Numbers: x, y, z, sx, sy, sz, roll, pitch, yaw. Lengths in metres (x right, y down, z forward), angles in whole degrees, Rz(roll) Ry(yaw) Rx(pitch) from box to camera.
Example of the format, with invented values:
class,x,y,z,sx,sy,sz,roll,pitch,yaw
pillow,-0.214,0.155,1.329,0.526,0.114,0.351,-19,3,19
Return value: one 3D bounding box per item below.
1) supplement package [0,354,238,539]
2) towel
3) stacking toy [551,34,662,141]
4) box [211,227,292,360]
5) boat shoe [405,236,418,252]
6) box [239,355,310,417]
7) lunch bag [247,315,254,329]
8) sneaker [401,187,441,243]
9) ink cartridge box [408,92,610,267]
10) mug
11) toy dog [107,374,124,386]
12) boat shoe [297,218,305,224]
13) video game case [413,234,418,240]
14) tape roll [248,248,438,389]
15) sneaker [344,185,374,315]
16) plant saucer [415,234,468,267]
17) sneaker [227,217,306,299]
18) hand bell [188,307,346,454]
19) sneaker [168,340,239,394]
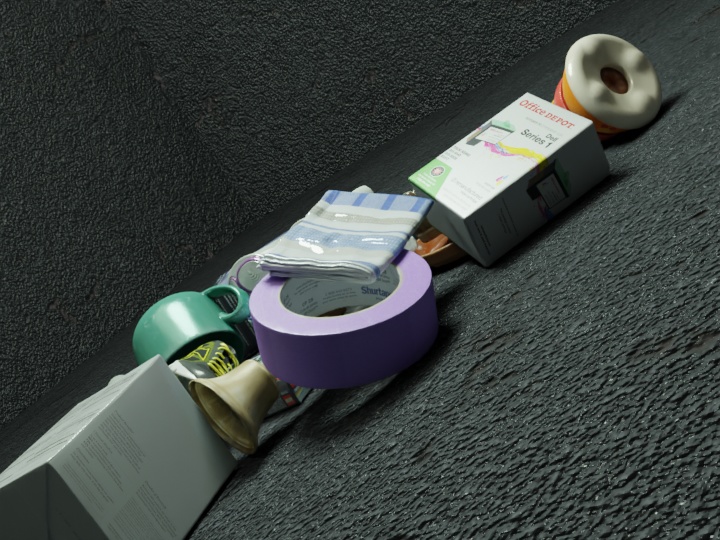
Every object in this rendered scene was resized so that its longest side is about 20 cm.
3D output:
class,x,y,z,sx,sy,sz,roll,pitch,yaw
supplement package,-0.258,0.221,0.953,0.150,0.153,0.200,-29,11,29
towel,-0.013,-0.044,1.069,0.145,0.024,0.200,6,30,24
stacking toy,0.314,-0.218,1.312,0.146,0.146,0.200,-40,-8,-30
box,-0.145,0.026,1.580,0.197,0.124,0.200,-32,10,4
boat shoe,-0.003,0.015,1.250,0.201,0.068,0.072,-52,11,-16
box,-0.123,0.144,1.192,0.199,0.040,0.137,-27,14,35
lunch bag,-0.062,0.040,1.356,0.199,0.083,0.160,-38,12,-18
sneaker,0.118,-0.115,1.326,0.070,0.076,0.200,-28,13,32
ink cartridge box,0.182,-0.117,1.150,0.199,0.084,0.145,-36,35,-8
mug,-0.253,0.101,1.415,0.183,0.115,0.153,-28,-35,-20
toy dog,-0.297,0.202,1.273,0.097,0.132,0.199,-55,14,-23
boat shoe,-0.058,-0.035,1.281,0.072,0.073,0.200,12,41,41
video game case,0.081,-0.063,1.536,0.199,0.026,0.181,-34,10,2
tape roll,-0.017,0.044,1.001,0.197,0.066,0.201,-9,27,4
sneaker,0.000,0.000,1.180,0.200,0.146,0.081,-49,-4,-34
plant saucer,0.156,-0.064,1.276,0.199,0.032,0.200,-35,10,7
sneaker,-0.113,-0.012,1.430,0.199,0.076,0.099,-31,-6,19
hand bell,-0.087,0.100,1.055,0.200,0.105,0.104,-43,13,-28
sneaker,-0.195,0.124,1.189,0.084,0.075,0.200,-38,11,-12
